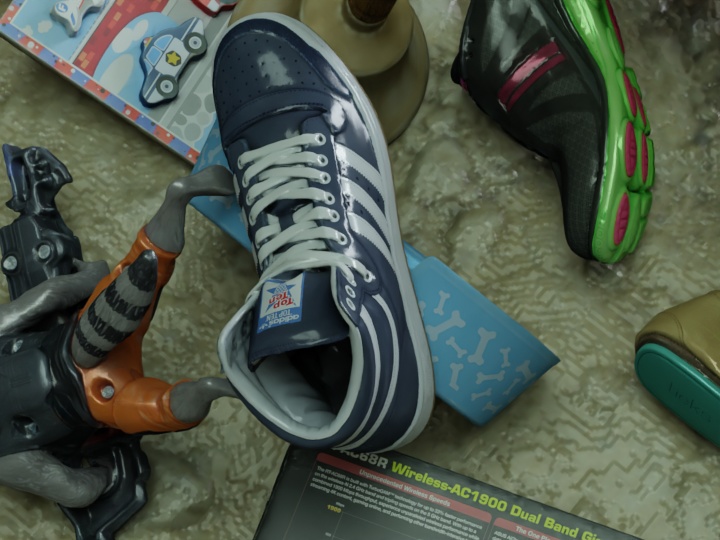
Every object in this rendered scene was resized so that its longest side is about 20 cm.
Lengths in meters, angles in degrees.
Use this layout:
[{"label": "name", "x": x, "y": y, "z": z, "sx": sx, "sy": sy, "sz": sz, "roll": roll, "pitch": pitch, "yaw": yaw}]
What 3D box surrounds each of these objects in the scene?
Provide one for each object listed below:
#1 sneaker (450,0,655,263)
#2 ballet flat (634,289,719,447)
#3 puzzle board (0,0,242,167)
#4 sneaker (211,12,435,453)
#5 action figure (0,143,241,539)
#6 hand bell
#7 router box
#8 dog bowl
[{"label": "sneaker", "x": 0.089, "y": -0.089, "z": 1.335, "sx": 0.083, "sy": 0.077, "sz": 0.201, "roll": -20, "pitch": 64, "yaw": 13}, {"label": "ballet flat", "x": 0.211, "y": 0.083, "z": 1.258, "sx": 0.063, "sy": 0.069, "sz": 0.200, "roll": -35, "pitch": 72, "yaw": -28}, {"label": "puzzle board", "x": -0.064, "y": -0.156, "z": 1.365, "sx": 0.150, "sy": 0.017, "sz": 0.201, "roll": 33, "pitch": 72, "yaw": -4}, {"label": "sneaker", "x": -0.028, "y": -0.017, "z": 1.174, "sx": 0.070, "sy": 0.108, "sz": 0.201, "roll": -20, "pitch": 85, "yaw": 20}, {"label": "action figure", "x": -0.136, "y": 0.019, "z": 1.250, "sx": 0.193, "sy": 0.104, "sz": 0.201, "roll": -29, "pitch": 71, "yaw": 30}, {"label": "hand bell", "x": 0.008, "y": -0.125, "z": 1.263, "sx": 0.103, "sy": 0.200, "sz": 0.105, "roll": 3, "pitch": 77, "yaw": -14}, {"label": "router box", "x": 0.037, "y": 0.171, "z": 1.227, "sx": 0.199, "sy": 0.062, "sz": 0.151, "roll": 19, "pitch": 71, "yaw": 10}, {"label": "dog bowl", "x": 0.000, "y": 0.000, "z": 1.276, "sx": 0.200, "sy": 0.111, "sz": 0.050, "roll": 37, "pitch": 89, "yaw": 15}]
